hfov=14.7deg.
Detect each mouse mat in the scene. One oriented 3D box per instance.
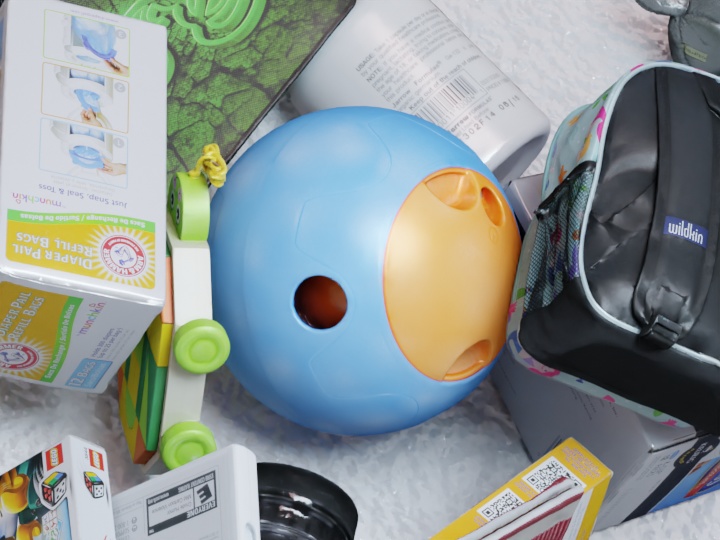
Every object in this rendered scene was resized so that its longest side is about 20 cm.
[{"bbox_3d":[-0.118,-0.149,1.765,0.161,0.008,0.200,33,68,10],"label":"mouse mat"}]

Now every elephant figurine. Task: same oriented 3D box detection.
[{"bbox_3d":[0.310,-0.170,1.977,0.141,0.155,0.200,6,31,35],"label":"elephant figurine"}]

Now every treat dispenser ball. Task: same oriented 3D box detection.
[{"bbox_3d":[0.000,0.000,1.693,0.201,0.201,0.201,10,57,-15],"label":"treat dispenser ball"}]

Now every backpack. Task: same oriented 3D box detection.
[{"bbox_3d":[0.182,-0.014,1.633,0.177,0.151,0.200,21,63,-20],"label":"backpack"}]

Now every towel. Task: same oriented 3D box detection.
[{"bbox_3d":[0.046,0.210,1.569,0.023,0.200,0.144,39,36,23],"label":"towel"}]

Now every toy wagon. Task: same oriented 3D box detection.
[{"bbox_3d":[-0.111,0.018,1.639,0.040,0.200,0.155,0,29,-15],"label":"toy wagon"}]

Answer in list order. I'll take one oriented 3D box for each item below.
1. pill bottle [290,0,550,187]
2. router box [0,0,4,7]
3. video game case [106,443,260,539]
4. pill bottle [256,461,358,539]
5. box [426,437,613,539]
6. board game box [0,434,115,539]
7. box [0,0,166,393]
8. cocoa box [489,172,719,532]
[{"bbox_3d":[0.019,-0.124,1.830,0.200,0.114,0.114,46,55,10],"label":"pill bottle"},{"bbox_3d":[-0.323,-0.186,1.732,0.200,0.051,0.149,25,67,15],"label":"router box"},{"bbox_3d":[-0.133,0.210,1.531,0.023,0.200,0.182,30,45,-44],"label":"video game case"},{"bbox_3d":[-0.064,0.216,1.592,0.112,0.112,0.200,21,55,-8],"label":"pill bottle"},{"bbox_3d":[0.059,0.191,1.645,0.200,0.119,0.041,-30,60,-33],"label":"box"},{"bbox_3d":[-0.186,0.205,1.538,0.035,0.126,0.200,29,40,-44],"label":"board game box"},{"bbox_3d":[-0.178,-0.044,1.623,0.101,0.113,0.200,12,53,-21],"label":"box"},{"bbox_3d":[0.168,0.043,1.771,0.131,0.133,0.200,-15,66,-28],"label":"cocoa box"}]
